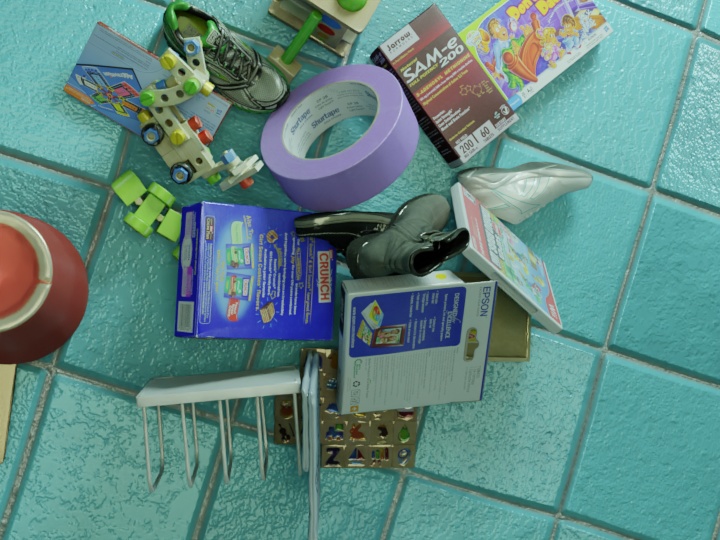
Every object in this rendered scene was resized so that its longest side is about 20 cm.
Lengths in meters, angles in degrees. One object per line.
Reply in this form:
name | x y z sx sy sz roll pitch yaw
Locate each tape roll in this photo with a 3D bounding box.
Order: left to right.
tape roll | -0.027 -0.174 1.242 0.200 0.200 0.066 -43 138 -9

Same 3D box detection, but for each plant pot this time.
plant pot | -0.435 0.013 1.153 0.199 0.177 0.202 2 82 -12

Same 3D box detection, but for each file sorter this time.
file sorter | -0.172 0.200 1.225 0.198 0.139 0.126 -5 94 -4

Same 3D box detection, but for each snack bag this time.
snack bag | -0.063 0.219 1.216 0.021 0.189 0.202 -1 101 -1

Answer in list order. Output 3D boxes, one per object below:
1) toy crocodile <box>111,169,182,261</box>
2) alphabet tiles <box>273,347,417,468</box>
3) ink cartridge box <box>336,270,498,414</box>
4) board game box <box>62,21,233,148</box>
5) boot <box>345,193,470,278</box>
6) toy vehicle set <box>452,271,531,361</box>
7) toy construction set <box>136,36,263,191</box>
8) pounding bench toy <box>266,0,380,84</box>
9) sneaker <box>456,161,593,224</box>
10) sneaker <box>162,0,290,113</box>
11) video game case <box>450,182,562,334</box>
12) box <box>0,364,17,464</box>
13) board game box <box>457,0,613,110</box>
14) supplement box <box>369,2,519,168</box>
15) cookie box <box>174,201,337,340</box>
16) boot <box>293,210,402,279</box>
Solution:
toy crocodile | -0.246 -0.056 1.268 0.200 0.062 0.068 37 82 -13
alphabet tiles | -0.019 0.191 1.319 0.198 0.008 0.168 1 97 -7
ink cartridge box | 0.070 0.094 1.256 0.199 0.047 0.199 -5 122 -14
board game box | -0.279 -0.230 1.263 0.199 0.019 0.103 31 104 -10
boot | 0.087 -0.039 1.192 0.200 0.130 0.068 -36 116 -41
toy vehicle set | 0.144 0.064 1.357 0.198 0.027 0.125 3 89 -11
toy construction set | -0.209 -0.183 1.225 0.131 0.092 0.201 -30 94 13
pounding bench toy | -0.050 -0.350 1.260 0.124 0.156 0.201 30 84 -10
sneaker | 0.234 -0.111 1.365 0.199 0.070 0.081 -6 105 -9
sneaker | -0.181 -0.278 1.257 0.199 0.085 0.078 34 86 -1
video game case | 0.196 -0.016 1.290 0.017 0.143 0.200 -36 123 25
box | -0.546 0.155 1.217 0.199 0.021 0.165 7 87 -10
board game box | 0.245 -0.336 1.376 0.200 0.045 0.135 -39 96 -10
supplement box | 0.117 -0.256 1.341 0.109 0.061 0.200 -39 95 -9
cookie box | -0.132 0.006 1.246 0.199 0.075 0.173 5 87 -33
boot | 0.002 0.000 1.253 0.203 0.073 0.155 0 93 -40
